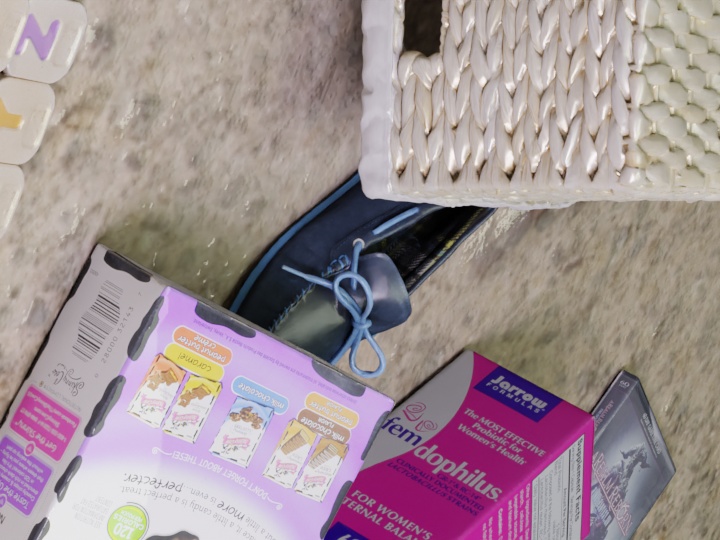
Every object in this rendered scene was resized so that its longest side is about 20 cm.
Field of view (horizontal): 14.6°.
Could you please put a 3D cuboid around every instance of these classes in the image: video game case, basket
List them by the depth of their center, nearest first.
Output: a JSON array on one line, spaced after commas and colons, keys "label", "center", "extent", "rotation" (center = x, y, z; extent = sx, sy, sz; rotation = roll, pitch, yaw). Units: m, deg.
[{"label": "basket", "center": [0.116, -0.129, 1.425], "extent": [0.200, 0.160, 0.200], "rotation": [0, 93, -58]}, {"label": "video game case", "center": [0.143, 0.181, 1.908], "extent": [0.200, 0.019, 0.143], "rotation": [-52, 149, -15]}]

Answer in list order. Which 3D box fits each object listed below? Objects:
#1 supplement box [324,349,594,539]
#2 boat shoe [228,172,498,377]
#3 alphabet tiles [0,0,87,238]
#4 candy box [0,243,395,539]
[{"label": "supplement box", "center": [0.040, 0.152, 1.643], "extent": [0.200, 0.101, 0.104], "rotation": [-38, 141, -37]}, {"label": "boat shoe", "center": [0.000, 0.000, 1.489], "extent": [0.200, 0.068, 0.084], "rotation": [-50, 148, -20]}, {"label": "alphabet tiles", "center": [-0.192, -0.070, 1.191], "extent": [0.195, 0.015, 0.201], "rotation": [8, 107, -58]}, {"label": "candy box", "center": [-0.101, 0.114, 1.379], "extent": [0.167, 0.071, 0.201], "rotation": [29, 88, -41]}]
